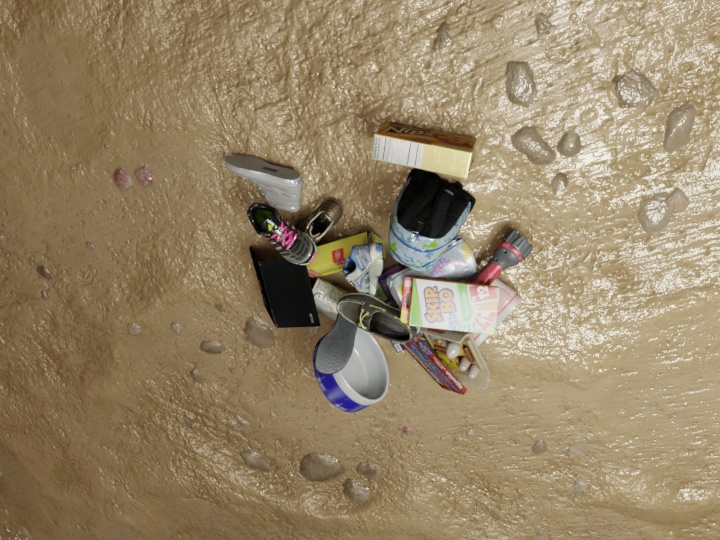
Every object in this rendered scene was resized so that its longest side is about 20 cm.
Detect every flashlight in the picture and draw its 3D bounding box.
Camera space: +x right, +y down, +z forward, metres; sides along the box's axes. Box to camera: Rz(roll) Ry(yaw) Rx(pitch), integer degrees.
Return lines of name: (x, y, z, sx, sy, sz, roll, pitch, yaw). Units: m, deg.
flashlight: (0.274, 0.010, 1.158, 0.201, 0.068, 0.068, -50, 55, 2)

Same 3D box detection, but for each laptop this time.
laptop: (-0.189, 0.036, 1.356, 0.101, 0.200, 0.182, -17, 113, -15)

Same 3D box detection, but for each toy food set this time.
toy food set: (0.202, 0.196, 1.266, 0.141, 0.061, 0.202, 12, 146, 40)

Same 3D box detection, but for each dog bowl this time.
dog bowl: (-0.021, 0.233, 1.338, 0.078, 0.201, 0.202, -32, 102, 31)

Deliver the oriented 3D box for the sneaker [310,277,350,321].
sneaker: (-0.074, 0.067, 1.331, 0.194, 0.074, 0.086, 10, 146, 18)

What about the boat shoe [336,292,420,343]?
boat shoe: (0.032, 0.103, 1.208, 0.196, 0.060, 0.074, 17, 109, 16)

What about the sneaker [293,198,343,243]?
sneaker: (-0.121, -0.091, 1.289, 0.070, 0.076, 0.200, 43, 120, -6)

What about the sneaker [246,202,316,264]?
sneaker: (-0.182, -0.085, 1.229, 0.199, 0.087, 0.074, 40, 92, 19)

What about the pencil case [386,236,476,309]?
pencil case: (0.153, 0.008, 1.189, 0.196, 0.084, 0.092, -29, 136, -5)

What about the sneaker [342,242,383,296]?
sneaker: (0.000, 0.000, 1.226, 0.082, 0.079, 0.202, 5, 146, -4)

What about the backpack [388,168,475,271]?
backpack: (0.133, -0.098, 1.128, 0.160, 0.201, 0.156, 26, 122, 4)

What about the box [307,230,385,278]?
box: (-0.044, -0.035, 1.286, 0.195, 0.075, 0.052, -14, 70, 23)

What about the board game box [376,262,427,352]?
board game box: (0.092, 0.093, 1.332, 0.118, 0.032, 0.203, -22, 106, 29)

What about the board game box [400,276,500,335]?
board game box: (0.182, 0.071, 1.128, 0.194, 0.030, 0.099, 6, 95, 5)

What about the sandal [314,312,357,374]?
sandal: (-0.044, 0.153, 1.254, 0.075, 0.203, 0.043, 28, 145, 0)

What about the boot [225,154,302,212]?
boot: (-0.226, -0.196, 1.279, 0.195, 0.074, 0.098, 21, 128, 16)

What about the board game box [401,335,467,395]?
board game box: (0.158, 0.212, 1.297, 0.020, 0.103, 0.200, -47, 104, -15)

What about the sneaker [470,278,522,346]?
sneaker: (0.270, 0.094, 1.252, 0.105, 0.075, 0.202, 43, 130, 13)

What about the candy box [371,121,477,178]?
candy box: (0.129, -0.244, 1.108, 0.194, 0.116, 0.057, 13, 118, 12)

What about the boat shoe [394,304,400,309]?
boat shoe: (0.121, 0.069, 1.262, 0.196, 0.076, 0.073, -26, 102, -3)
